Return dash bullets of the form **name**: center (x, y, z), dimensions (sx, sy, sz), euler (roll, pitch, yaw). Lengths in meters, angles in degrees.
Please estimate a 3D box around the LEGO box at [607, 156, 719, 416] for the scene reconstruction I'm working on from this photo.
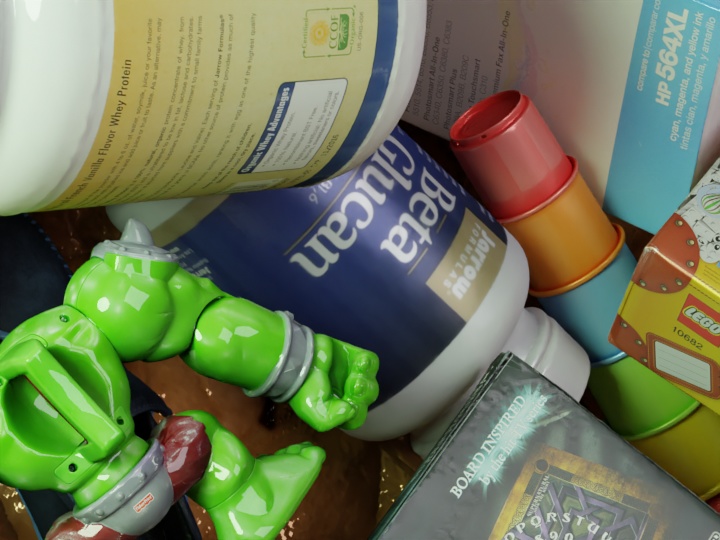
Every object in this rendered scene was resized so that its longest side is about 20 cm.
- **LEGO box**: center (0.230, 0.018, 1.185), dimensions (0.200, 0.077, 0.149), euler (34, 58, 12)

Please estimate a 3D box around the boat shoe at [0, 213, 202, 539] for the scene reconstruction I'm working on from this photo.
- **boat shoe**: center (-0.098, 0.061, 1.094), dimensions (0.084, 0.069, 0.200), euler (-29, 90, -44)

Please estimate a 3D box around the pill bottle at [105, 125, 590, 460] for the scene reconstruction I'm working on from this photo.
- **pill bottle**: center (0.000, 0.000, 1.177), dimensions (0.200, 0.111, 0.111), euler (42, 49, -17)

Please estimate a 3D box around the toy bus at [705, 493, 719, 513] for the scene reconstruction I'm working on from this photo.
- **toy bus**: center (0.216, 0.158, 1.236), dimensions (0.135, 0.200, 0.192), euler (-14, 71, -43)

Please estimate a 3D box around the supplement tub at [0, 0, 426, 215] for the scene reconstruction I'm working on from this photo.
- **supplement tub**: center (-0.092, -0.095, 0.997), dimensions (0.199, 0.144, 0.145), euler (-7, 75, -38)

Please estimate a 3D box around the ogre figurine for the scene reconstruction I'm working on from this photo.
- **ogre figurine**: center (-0.092, 0.069, 1.004), dimensions (0.200, 0.098, 0.120), euler (-39, 107, 0)

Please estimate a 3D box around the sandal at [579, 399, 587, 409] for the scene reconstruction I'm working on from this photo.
- **sandal**: center (0.086, 0.136, 1.217), dimensions (0.078, 0.069, 0.212), euler (48, 18, -39)

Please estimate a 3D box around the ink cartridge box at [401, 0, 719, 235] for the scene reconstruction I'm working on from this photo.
- **ink cartridge box**: center (0.093, -0.128, 1.264), dimensions (0.199, 0.126, 0.129), euler (25, 42, 19)

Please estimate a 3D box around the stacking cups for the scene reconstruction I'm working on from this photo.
- **stacking cups**: center (0.100, 0.013, 1.237), dimensions (0.200, 0.060, 0.061), euler (55, 45, -19)

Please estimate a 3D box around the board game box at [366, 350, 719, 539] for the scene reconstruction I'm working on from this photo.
- **board game box**: center (0.055, 0.145, 1.087), dimensions (0.135, 0.028, 0.200), euler (39, 61, -1)
